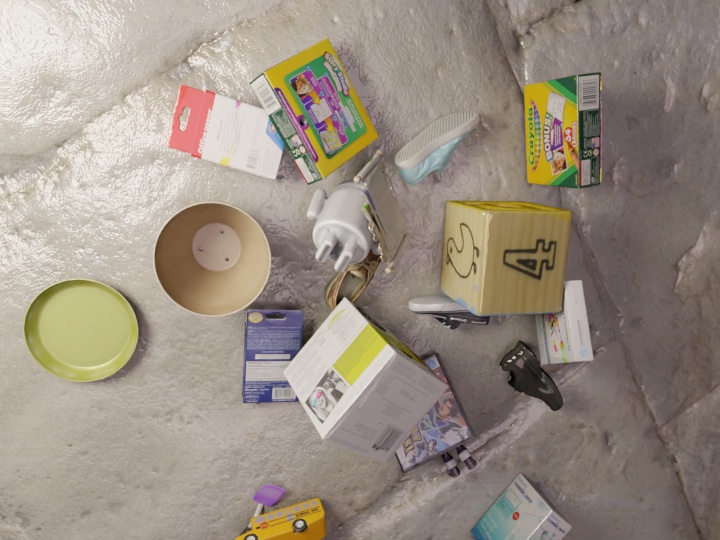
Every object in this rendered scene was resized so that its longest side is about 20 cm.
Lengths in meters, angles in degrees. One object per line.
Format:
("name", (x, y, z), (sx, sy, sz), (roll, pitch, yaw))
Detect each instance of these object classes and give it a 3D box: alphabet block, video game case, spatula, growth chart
("alphabet block", (0.289, -0.033, 1.063), (0.193, 0.195, 0.204), (-2, 103, -15))
("video game case", (0.133, 0.313, 1.153), (0.178, 0.026, 0.203), (-23, 84, -7))
("spatula", (-0.239, 0.557, 1.161), (0.056, 0.021, 0.202), (30, 95, -22))
("growth chart", (0.043, -0.108, 0.972), (0.017, 0.145, 0.203), (-8, 114, 32))

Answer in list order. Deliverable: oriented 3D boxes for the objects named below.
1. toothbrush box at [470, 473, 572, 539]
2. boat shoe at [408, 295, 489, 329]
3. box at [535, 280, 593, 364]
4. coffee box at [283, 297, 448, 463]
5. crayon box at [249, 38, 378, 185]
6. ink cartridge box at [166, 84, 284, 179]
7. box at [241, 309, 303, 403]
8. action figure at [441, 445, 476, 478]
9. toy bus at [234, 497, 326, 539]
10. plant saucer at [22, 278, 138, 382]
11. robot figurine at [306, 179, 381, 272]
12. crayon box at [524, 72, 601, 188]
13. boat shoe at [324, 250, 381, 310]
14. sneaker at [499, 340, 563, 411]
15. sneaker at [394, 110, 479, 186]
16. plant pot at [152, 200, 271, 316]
("toothbrush box", (0.385, 0.627, 1.262), (0.085, 0.146, 0.200), (41, 92, -19))
("boat shoe", (0.196, 0.095, 1.137), (0.197, 0.072, 0.069), (2, 101, -21))
("box", (0.422, 0.117, 1.100), (0.040, 0.200, 0.159), (-3, 79, -1))
("coffee box", (0.008, 0.214, 1.022), (0.201, 0.198, 0.199), (-50, 131, 2))
("crayon box", (-0.077, -0.289, 0.946), (0.172, 0.058, 0.202), (-44, 113, -35))
("ink cartridge box", (-0.238, -0.250, 0.950), (0.197, 0.067, 0.118), (15, 98, -16))
("box", (-0.182, 0.175, 1.081), (0.119, 0.032, 0.204), (2, 104, -14))
("action figure", (0.184, 0.374, 1.198), (0.129, 0.069, 0.202), (-30, 93, 2))
("toy bus", (-0.174, 0.569, 1.135), (0.197, 0.078, 0.066), (-9, 114, -19))
("plant saucer", (-0.523, 0.111, 0.985), (0.196, 0.031, 0.204), (-3, 104, -13))
("robot figurine", (-0.021, -0.093, 0.990), (0.168, 0.113, 0.202), (31, 50, -9))
("crayon box", (0.398, -0.273, 1.034), (0.057, 0.172, 0.204), (-10, 105, -14))
("boat shoe", (0.000, 0.000, 1.062), (0.075, 0.074, 0.202), (28, 95, -18))
("sneaker", (0.400, 0.260, 1.228), (0.090, 0.076, 0.201), (-37, 102, 8))
("sneaker", (0.160, -0.246, 1.056), (0.198, 0.074, 0.082), (-33, 131, -5))
("plant pot", (-0.267, -0.032, 0.959), (0.197, 0.134, 0.204), (-3, 103, -12))
